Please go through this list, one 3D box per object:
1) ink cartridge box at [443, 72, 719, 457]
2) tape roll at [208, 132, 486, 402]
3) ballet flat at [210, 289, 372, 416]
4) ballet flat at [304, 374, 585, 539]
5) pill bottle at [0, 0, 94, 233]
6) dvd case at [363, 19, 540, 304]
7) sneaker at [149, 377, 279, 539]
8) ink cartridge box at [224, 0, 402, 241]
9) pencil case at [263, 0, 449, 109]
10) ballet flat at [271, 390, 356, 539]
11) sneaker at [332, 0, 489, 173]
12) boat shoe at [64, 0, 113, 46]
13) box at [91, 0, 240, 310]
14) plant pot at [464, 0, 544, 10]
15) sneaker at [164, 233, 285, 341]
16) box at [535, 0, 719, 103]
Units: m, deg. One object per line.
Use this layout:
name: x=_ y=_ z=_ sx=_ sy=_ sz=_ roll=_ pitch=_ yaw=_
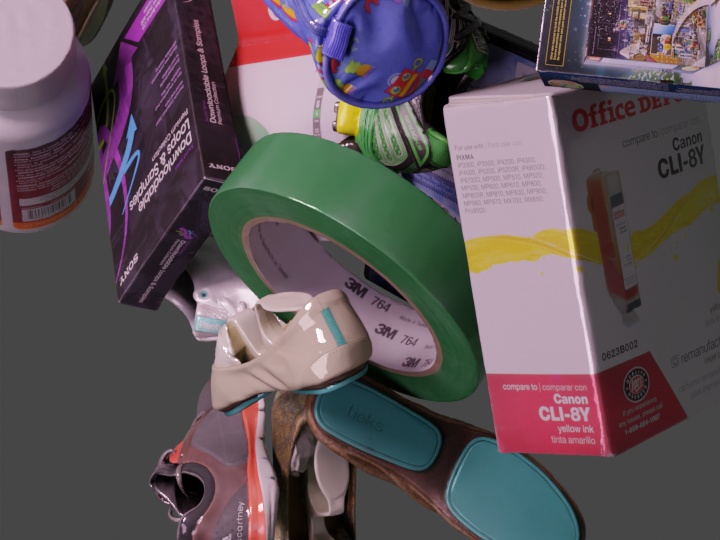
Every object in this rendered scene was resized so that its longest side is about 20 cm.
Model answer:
ink cartridge box: x=0.134 y=-0.012 z=1.159 sx=0.083 sy=0.145 sz=0.202 roll=-2 pitch=102 yaw=45
tape roll: x=0.000 y=0.000 z=1.276 sx=0.200 sy=0.048 sz=0.201 roll=31 pitch=158 yaw=14
ballet flat: x=-0.054 y=0.048 z=1.316 sx=0.200 sy=0.069 sz=0.070 roll=-19 pitch=90 yaw=61
ballet flat: x=0.053 y=0.128 z=1.332 sx=0.199 sy=0.068 sz=0.072 roll=27 pitch=171 yaw=2
pill bottle: x=-0.247 y=-0.118 z=1.484 sx=0.110 sy=0.109 sz=0.200 roll=53 pitch=159 yaw=19
dvd case: x=0.068 y=-0.058 z=1.304 sx=0.142 sy=0.017 sz=0.201 roll=29 pitch=123 yaw=37
sneaker: x=-0.107 y=0.129 z=1.443 sx=0.200 sy=0.081 sz=0.078 roll=-113 pitch=26 yaw=-64
ink cartridge box: x=-0.048 y=-0.120 z=1.363 sx=0.160 sy=0.050 sz=0.202 roll=0 pitch=105 yaw=54
pencil case: x=-0.026 y=-0.169 z=1.177 sx=0.200 sy=0.086 sz=0.078 roll=52 pitch=134 yaw=48
ballet flat: x=-0.029 y=0.173 z=1.438 sx=0.070 sy=0.070 sz=0.202 roll=11 pitch=108 yaw=43
sneaker: x=0.046 y=-0.155 z=1.241 sx=0.085 sy=0.078 sz=0.202 roll=9 pitch=94 yaw=30
boat shoe: x=-0.202 y=-0.234 z=1.475 sx=0.072 sy=0.076 sz=0.201 roll=46 pitch=131 yaw=25
box: x=-0.137 y=-0.094 z=1.425 sx=0.143 sy=0.036 sz=0.201 roll=-52 pitch=41 yaw=41
plant pot: x=0.049 y=-0.257 z=1.136 sx=0.142 sy=0.199 sz=0.202 roll=26 pitch=121 yaw=45
sneaker: x=-0.071 y=0.033 z=1.423 sx=0.199 sy=0.088 sz=0.076 roll=23 pitch=118 yaw=38
box: x=0.170 y=-0.188 z=1.047 sx=0.136 sy=0.038 sz=0.202 roll=7 pitch=84 yaw=14
